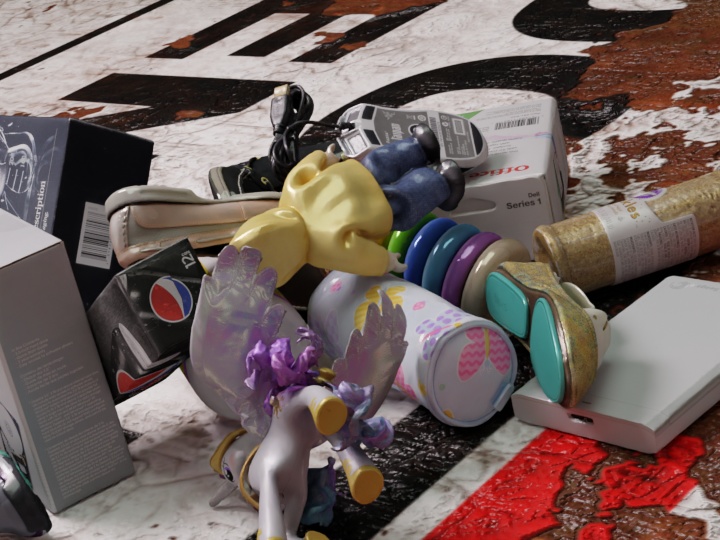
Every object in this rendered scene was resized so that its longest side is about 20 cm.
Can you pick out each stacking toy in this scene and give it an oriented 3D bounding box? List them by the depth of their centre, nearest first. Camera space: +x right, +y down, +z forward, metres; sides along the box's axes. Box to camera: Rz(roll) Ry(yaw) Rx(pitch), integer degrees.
[{"bbox_3d":[0.040,-0.018,1.415,0.199,0.086,0.085,25,41,30],"label":"stacking toy"}]

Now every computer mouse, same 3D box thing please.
[{"bbox_3d":[0.014,-0.109,1.494,0.198,0.044,0.110,8,43,-12],"label":"computer mouse"}]

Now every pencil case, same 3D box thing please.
[{"bbox_3d":[0.037,0.056,1.317,0.083,0.091,0.200,-44,30,-13],"label":"pencil case"}]

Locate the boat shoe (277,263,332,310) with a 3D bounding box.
[{"bbox_3d":[0.000,0.000,1.485,0.198,0.071,0.070,-10,19,10],"label":"boat shoe"}]

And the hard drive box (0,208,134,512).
[{"bbox_3d":[-0.264,0.064,1.323,0.076,0.202,0.155,-25,24,-26],"label":"hard drive box"}]

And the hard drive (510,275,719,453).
[{"bbox_3d":[0.224,0.065,1.260,0.131,0.026,0.199,10,33,45],"label":"hard drive"}]

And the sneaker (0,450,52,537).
[{"bbox_3d":[-0.297,0.179,1.263,0.087,0.075,0.200,-36,18,-23],"label":"sneaker"}]

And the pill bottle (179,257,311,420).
[{"bbox_3d":[-0.114,0.042,1.411,0.103,0.105,0.200,-19,23,-12],"label":"pill bottle"}]

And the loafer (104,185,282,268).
[{"bbox_3d":[-0.109,-0.025,1.370,0.198,0.063,0.072,3,-25,-25],"label":"loafer"}]

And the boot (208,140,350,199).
[{"bbox_3d":[-0.051,-0.078,1.516,0.152,0.074,0.204,-16,7,4],"label":"boot"}]

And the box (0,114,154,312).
[{"bbox_3d":[-0.299,-0.035,1.552,0.181,0.202,0.104,6,-4,42],"label":"box"}]

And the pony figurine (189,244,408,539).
[{"bbox_3d":[-0.045,0.100,1.158,0.165,0.195,0.200,20,5,-22],"label":"pony figurine"}]

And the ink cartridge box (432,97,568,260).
[{"bbox_3d":[0.115,-0.079,1.585,0.143,0.085,0.200,-9,23,13],"label":"ink cartridge box"}]

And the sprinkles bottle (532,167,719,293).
[{"bbox_3d":[0.246,-0.033,1.421,0.198,0.069,0.068,-18,23,-8],"label":"sprinkles bottle"}]

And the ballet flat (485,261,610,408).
[{"bbox_3d":[0.148,0.041,1.251,0.070,0.071,0.200,-16,22,-6],"label":"ballet flat"}]

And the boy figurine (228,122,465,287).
[{"bbox_3d":[-0.012,-0.040,1.337,0.199,0.065,0.125,-29,68,-22],"label":"boy figurine"}]

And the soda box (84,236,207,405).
[{"bbox_3d":[-0.164,0.046,1.276,0.063,0.071,0.200,-27,-6,-25],"label":"soda box"}]
